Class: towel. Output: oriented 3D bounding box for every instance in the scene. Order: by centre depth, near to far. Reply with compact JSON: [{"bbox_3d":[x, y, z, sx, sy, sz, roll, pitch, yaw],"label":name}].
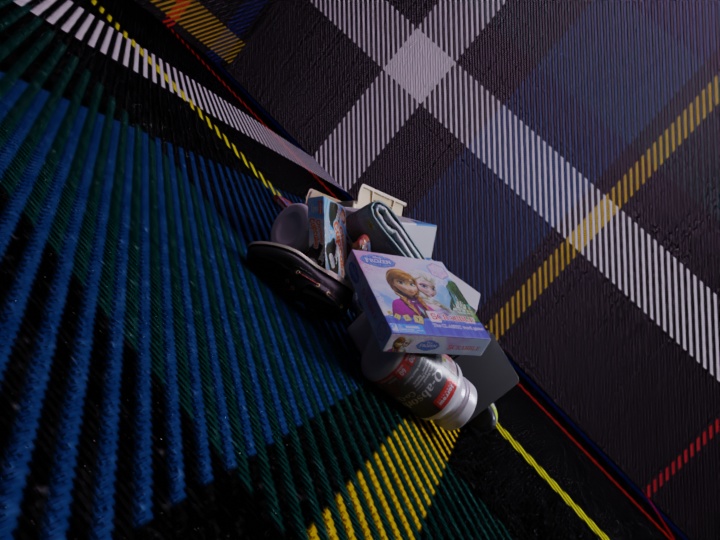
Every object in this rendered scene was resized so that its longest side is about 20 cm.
[{"bbox_3d":[0.052,-0.039,1.199,0.202,0.048,0.171,55,-23,-7],"label":"towel"}]

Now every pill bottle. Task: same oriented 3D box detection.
[{"bbox_3d":[0.104,0.183,1.023,0.199,0.116,0.116,39,10,-23],"label":"pill bottle"},{"bbox_3d":[-0.085,-0.045,1.229,0.199,0.113,0.113,34,12,-48],"label":"pill bottle"}]

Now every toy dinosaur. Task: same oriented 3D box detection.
[{"bbox_3d":[-0.006,0.015,1.151,0.198,0.104,0.186,14,-60,48],"label":"toy dinosaur"}]

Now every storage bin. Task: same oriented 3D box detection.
[{"bbox_3d":[-0.018,-0.155,1.578,0.197,0.096,0.196,3,-9,43],"label":"storage bin"}]

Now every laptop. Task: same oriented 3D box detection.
[{"bbox_3d":[0.205,0.200,1.275,0.199,0.175,0.105,32,-33,53],"label":"laptop"}]

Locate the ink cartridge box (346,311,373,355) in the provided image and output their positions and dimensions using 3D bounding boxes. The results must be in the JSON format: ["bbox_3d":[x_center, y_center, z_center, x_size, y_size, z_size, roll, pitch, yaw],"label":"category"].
[{"bbox_3d":[0.088,0.116,1.149,0.199,0.148,0.086,30,17,-53],"label":"ink cartridge box"}]

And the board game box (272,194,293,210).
[{"bbox_3d":[-0.148,-0.121,1.588,0.200,0.019,0.103,48,9,23],"label":"board game box"}]

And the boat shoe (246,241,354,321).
[{"bbox_3d":[-0.103,0.017,0.993,0.198,0.074,0.064,29,56,-12],"label":"boat shoe"}]

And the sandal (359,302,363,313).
[{"bbox_3d":[0.040,0.093,1.357,0.199,0.048,0.076,35,12,-43],"label":"sandal"}]

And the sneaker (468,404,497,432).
[{"bbox_3d":[0.211,0.271,1.281,0.199,0.075,0.080,41,13,37],"label":"sneaker"}]

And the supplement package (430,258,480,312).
[{"bbox_3d":[0.174,0.062,1.427,0.198,0.119,0.117,35,22,4],"label":"supplement package"}]

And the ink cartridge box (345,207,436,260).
[{"bbox_3d":[0.054,-0.086,1.376,0.143,0.086,0.198,-1,15,-44],"label":"ink cartridge box"}]

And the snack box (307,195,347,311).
[{"bbox_3d":[-0.059,-0.026,1.110,0.116,0.036,0.206,14,73,-71],"label":"snack box"}]

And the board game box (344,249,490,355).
[{"bbox_3d":[0.092,0.052,0.993,0.196,0.042,0.201,7,37,-30],"label":"board game box"}]
